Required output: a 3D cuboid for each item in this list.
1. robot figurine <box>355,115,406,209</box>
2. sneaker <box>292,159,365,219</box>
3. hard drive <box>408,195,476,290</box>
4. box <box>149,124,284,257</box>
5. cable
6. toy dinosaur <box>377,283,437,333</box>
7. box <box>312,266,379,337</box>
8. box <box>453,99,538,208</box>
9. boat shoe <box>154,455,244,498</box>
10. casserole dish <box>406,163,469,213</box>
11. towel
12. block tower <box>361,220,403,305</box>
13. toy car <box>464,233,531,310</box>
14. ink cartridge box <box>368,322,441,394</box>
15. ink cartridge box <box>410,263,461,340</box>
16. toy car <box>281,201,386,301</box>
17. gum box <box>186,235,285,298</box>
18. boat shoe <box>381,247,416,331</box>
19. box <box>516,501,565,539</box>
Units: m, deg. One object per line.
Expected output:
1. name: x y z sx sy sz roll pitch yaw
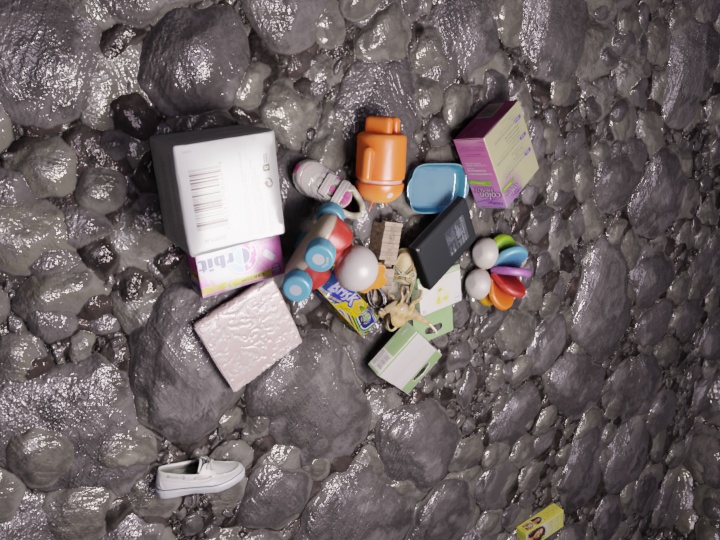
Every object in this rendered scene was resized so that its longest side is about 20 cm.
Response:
1. robot figurine: 0.047 -0.241 1.414 0.114 0.144 0.204 0 105 -10
2. sneaker: -0.059 -0.176 1.378 0.198 0.088 0.082 28 88 -36
3. hard drive: 0.207 -0.068 1.569 0.200 0.033 0.141 -45 134 -24
4. box: -0.269 -0.159 1.189 0.197 0.170 0.203 -16 113 -30
5. cable: 0.000 0.000 1.477 0.097 0.050 0.200 -49 113 -18
6. toy dinosaur: 0.110 0.089 1.511 0.198 0.058 0.103 16 90 -37
7. box: -0.045 0.066 1.471 0.065 0.070 0.200 -50 125 -13
8. box: 0.345 -0.292 1.591 0.176 0.096 0.202 -47 125 -29
9. boat shoe: -0.346 0.442 1.377 0.197 0.073 0.068 -7 111 -32
10. casserole dish: 0.185 -0.206 1.566 0.197 0.039 0.124 -6 108 -32
11. towel: -0.241 0.137 1.384 0.199 0.032 0.193 -35 121 -20
12. block tower: 0.050 -0.021 1.520 0.053 0.058 0.204 2 105 -34
13. toy car: 0.388 0.008 1.697 0.172 0.149 0.204 6 101 -34
14. ink cartridge box: 0.119 0.229 1.626 0.146 0.048 0.200 -48 146 0
15. ink cartridge box: 0.200 0.092 1.661 0.144 0.048 0.204 -18 111 -29
16. toy car: -0.040 -0.004 1.322 0.198 0.185 0.177 33 120 -14
17. gum box: -0.253 -0.032 1.303 0.197 0.066 0.116 -18 113 -29
18. boat shoe: 0.095 0.047 1.552 0.072 0.063 0.204 15 101 -5
19. box: 0.626 0.884 2.183 0.197 0.050 0.077 -19 114 -29
